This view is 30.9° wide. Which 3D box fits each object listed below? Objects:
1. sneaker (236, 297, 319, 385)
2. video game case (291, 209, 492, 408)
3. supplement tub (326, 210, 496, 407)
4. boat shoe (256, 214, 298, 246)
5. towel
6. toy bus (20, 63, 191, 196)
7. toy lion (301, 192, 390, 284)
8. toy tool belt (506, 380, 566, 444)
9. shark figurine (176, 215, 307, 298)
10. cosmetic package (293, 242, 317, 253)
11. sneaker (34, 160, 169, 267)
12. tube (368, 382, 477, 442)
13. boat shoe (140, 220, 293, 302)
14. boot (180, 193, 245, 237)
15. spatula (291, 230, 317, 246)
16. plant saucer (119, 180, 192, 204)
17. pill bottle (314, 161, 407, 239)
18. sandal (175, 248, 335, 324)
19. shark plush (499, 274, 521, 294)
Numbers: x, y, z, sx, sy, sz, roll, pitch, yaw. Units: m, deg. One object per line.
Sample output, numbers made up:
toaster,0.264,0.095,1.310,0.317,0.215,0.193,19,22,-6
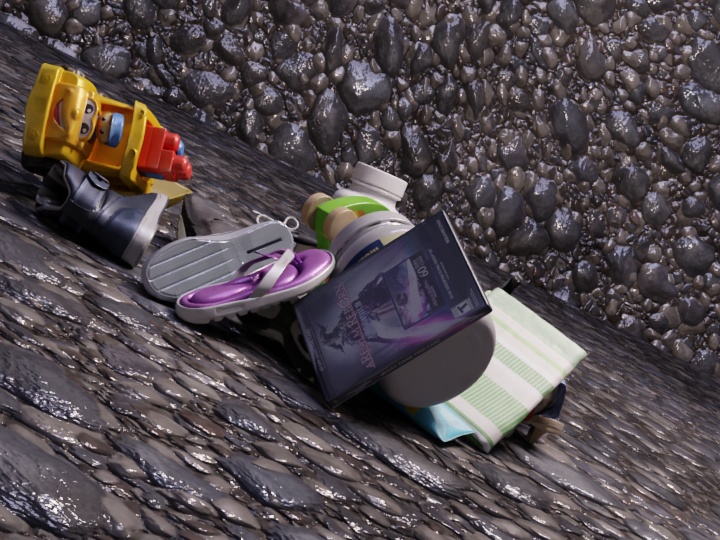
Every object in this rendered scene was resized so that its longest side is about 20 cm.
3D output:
sneaker,-0.055,0.077,1.483,0.199,0.077,0.089,38,-2,35
video game case,0.029,0.039,1.383,0.019,0.199,0.144,48,14,-48
supplement tub,0.051,0.040,1.482,0.144,0.146,0.201,20,25,-41
boat shoe,-0.125,-0.043,1.918,0.074,0.087,0.202,28,8,6
towel,0.159,0.116,1.585,0.152,0.024,0.199,37,54,21
toy bus,-0.309,-0.161,1.627,0.189,0.138,0.200,11,-12,8
toy lion,0.000,0.000,1.705,0.190,0.203,0.068,-7,27,-41
toy tool belt,0.222,0.158,1.676,0.121,0.126,0.200,17,10,-9
shark figurine,-0.134,-0.001,1.611,0.212,0.090,0.128,25,0,-6
cosmetic package,-0.006,0.034,1.818,0.199,0.088,0.103,20,11,-40
sneaker,-0.313,-0.082,1.580,0.145,0.078,0.202,29,9,-9
tube,0.043,0.136,1.513,0.199,0.051,0.077,37,26,28
boat shoe,-0.169,-0.004,1.497,0.198,0.075,0.066,-14,-3,-35
boot,-0.168,-0.043,1.720,0.130,0.071,0.200,3,24,-17
spatula,-0.050,-0.042,1.752,0.056,0.021,0.199,28,13,21
plant saucer,-0.355,-0.133,1.871,0.198,0.049,0.200,28,9,1
pill bottle,-0.006,-0.052,1.927,0.110,0.202,0.111,23,3,-1
sandal,-0.111,0.006,1.436,0.201,0.050,0.082,-24,30,-32
shark plush,0.146,0.068,1.823,0.090,0.201,0.084,13,44,-20
